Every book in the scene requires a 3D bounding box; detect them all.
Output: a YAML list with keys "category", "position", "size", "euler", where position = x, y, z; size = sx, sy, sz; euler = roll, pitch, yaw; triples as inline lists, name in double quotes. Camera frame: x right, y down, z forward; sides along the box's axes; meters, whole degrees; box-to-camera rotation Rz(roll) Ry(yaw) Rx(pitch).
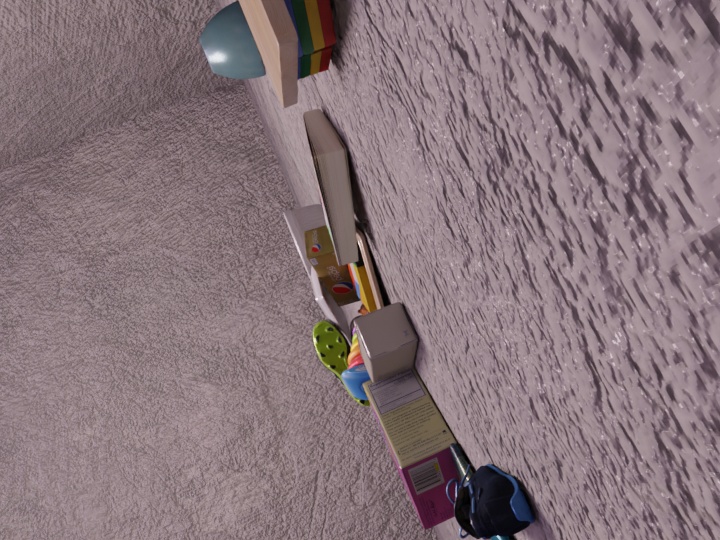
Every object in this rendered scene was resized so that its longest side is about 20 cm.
- category: "book"
  position: [-0.044, -0.126, 0.899]
  size: [0.134, 0.048, 0.200]
  euler: [-110, 7, -48]

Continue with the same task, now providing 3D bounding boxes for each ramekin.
- category: "ramekin"
  position: [-0.114, -0.076, 1.522]
  size: [0.200, 0.105, 0.201]
  euler: [158, 90, -84]

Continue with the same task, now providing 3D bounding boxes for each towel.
- category: "towel"
  position: [0.184, 0.362, 0.838]
  size: [0.200, 0.022, 0.147]
  euler: [-117, 8, -55]

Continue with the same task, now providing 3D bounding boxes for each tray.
- category: "tray"
  position: [-0.061, 0.080, 1.231]
  size: [0.200, 0.022, 0.108]
  euler: [63, -175, -46]

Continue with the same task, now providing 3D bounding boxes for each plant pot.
- category: "plant pot"
  position: [-0.359, -0.610, 1.610]
  size: [0.200, 0.134, 0.201]
  euler: [157, 90, -84]

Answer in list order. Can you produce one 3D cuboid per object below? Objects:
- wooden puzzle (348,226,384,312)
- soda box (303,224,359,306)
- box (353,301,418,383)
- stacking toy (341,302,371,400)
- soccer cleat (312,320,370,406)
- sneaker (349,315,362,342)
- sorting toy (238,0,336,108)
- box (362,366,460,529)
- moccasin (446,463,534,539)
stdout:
- category: "wooden puzzle"
  position: [0.000, 0.000, 1.077]
  size: [0.185, 0.037, 0.201]
  euler: [-132, 20, -73]
- category: "soda box"
  position: [-0.050, -0.006, 1.197]
  size: [0.200, 0.064, 0.068]
  euler: [63, -166, -55]
- category: "box"
  position: [0.041, 0.121, 0.949]
  size: [0.200, 0.082, 0.069]
  euler: [86, 162, -68]
- category: "stacking toy"
  position: [0.023, 0.137, 1.142]
  size: [0.110, 0.116, 0.200]
  euler: [66, -165, -48]
- category: "soccer cleat"
  position: [-0.034, 0.191, 1.212]
  size: [0.200, 0.067, 0.081]
  euler: [56, 178, -1]
- category: "sneaker"
  position: [0.045, 0.183, 1.202]
  size: [0.200, 0.075, 0.115]
  euler: [63, 174, -2]
- category: "sorting toy"
  position: [-0.084, -0.290, 0.577]
  size: [0.199, 0.069, 0.201]
  euler: [-179, 68, -84]
- category: "box"
  position: [0.097, 0.297, 1.012]
  size: [0.200, 0.096, 0.176]
  euler: [-119, 9, -54]
- category: "moccasin"
  position: [0.133, 0.258, 0.659]
  size: [0.200, 0.068, 0.081]
  euler: [80, 166, -67]
